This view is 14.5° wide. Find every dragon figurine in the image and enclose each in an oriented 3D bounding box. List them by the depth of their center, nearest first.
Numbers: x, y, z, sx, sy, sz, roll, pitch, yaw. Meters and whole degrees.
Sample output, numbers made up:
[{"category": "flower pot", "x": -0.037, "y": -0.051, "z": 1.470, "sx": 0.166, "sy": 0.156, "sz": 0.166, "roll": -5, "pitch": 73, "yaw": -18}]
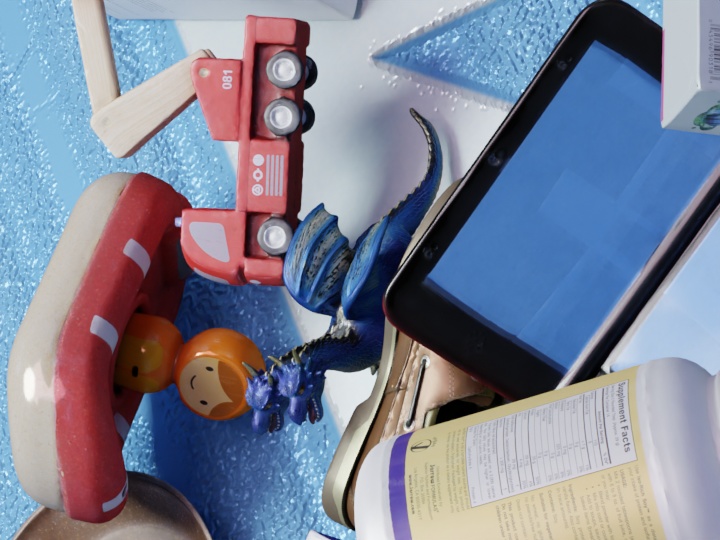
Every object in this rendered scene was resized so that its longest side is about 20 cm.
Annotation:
[{"category": "dragon figurine", "x": 0.000, "y": 0.000, "z": 1.516, "sx": 0.059, "sy": 0.099, "sz": 0.201, "roll": 11, "pitch": 81, "yaw": 42}]

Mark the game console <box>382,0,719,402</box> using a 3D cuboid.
[{"category": "game console", "x": 0.141, "y": 0.001, "z": 1.384, "sx": 0.200, "sy": 0.118, "sz": 0.172, "roll": -55, "pitch": 48, "yaw": 11}]

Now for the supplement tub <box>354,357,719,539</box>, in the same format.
[{"category": "supplement tub", "x": 0.111, "y": 0.124, "z": 1.312, "sx": 0.199, "sy": 0.145, "sz": 0.146, "roll": -17, "pitch": 62, "yaw": 14}]

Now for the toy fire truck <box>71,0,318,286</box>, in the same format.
[{"category": "toy fire truck", "x": -0.097, "y": -0.094, "z": 1.549, "sx": 0.140, "sy": 0.049, "sz": 0.201, "roll": 4, "pitch": 93, "yaw": 10}]

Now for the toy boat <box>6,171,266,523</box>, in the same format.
[{"category": "toy boat", "x": -0.117, "y": 0.050, "z": 1.583, "sx": 0.130, "sy": 0.131, "sz": 0.201, "roll": 14, "pitch": 58, "yaw": 10}]

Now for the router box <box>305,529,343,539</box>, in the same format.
[{"category": "router box", "x": 0.018, "y": 0.252, "z": 1.441, "sx": 0.200, "sy": 0.049, "sz": 0.180, "roll": 22, "pitch": 89, "yaw": 43}]

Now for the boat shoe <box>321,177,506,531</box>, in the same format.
[{"category": "boat shoe", "x": 0.049, "y": 0.053, "z": 1.483, "sx": 0.068, "sy": 0.072, "sz": 0.201, "roll": 24, "pitch": 100, "yaw": 39}]

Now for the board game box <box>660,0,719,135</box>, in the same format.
[{"category": "board game box", "x": 0.242, "y": -0.129, "z": 1.299, "sx": 0.064, "sy": 0.199, "sz": 0.148, "roll": 118, "pitch": 157, "yaw": -70}]

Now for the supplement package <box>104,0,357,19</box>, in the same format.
[{"category": "supplement package", "x": -0.099, "y": -0.223, "z": 1.669, "sx": 0.199, "sy": 0.121, "sz": 0.120, "roll": 5, "pitch": 77, "yaw": 41}]

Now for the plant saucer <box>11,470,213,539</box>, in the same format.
[{"category": "plant saucer", "x": -0.141, "y": 0.215, "z": 1.600, "sx": 0.200, "sy": 0.037, "sz": 0.201, "roll": -15, "pitch": 66, "yaw": 36}]
